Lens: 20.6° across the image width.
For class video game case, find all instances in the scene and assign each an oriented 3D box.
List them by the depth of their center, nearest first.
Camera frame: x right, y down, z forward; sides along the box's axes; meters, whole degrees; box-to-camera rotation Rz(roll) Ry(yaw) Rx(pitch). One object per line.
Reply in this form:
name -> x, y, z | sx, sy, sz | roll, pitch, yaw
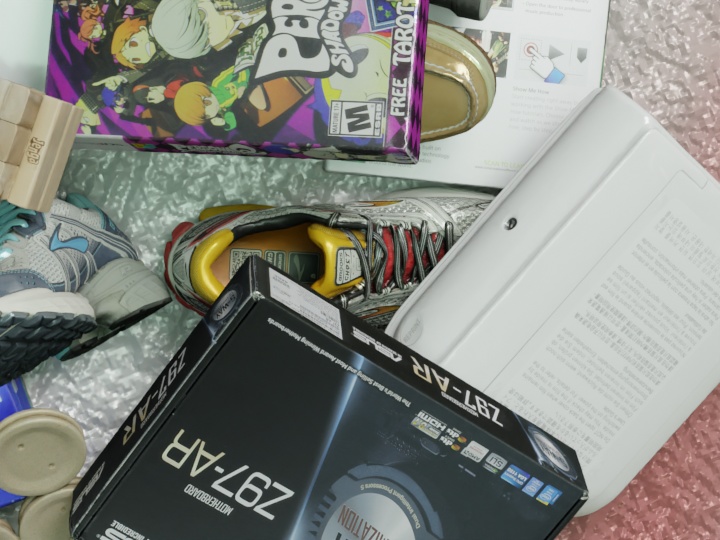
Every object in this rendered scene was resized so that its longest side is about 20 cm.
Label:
video game case -> -0.055, -0.154, 0.944 | 0.181, 0.036, 0.201 | 4, 84, 12

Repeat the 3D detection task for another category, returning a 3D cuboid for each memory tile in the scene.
memory tile -> -0.189, 0.159, 1.007 | 0.153, 0.017, 0.200 | -21, 130, -4

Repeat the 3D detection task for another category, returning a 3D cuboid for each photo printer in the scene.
photo printer -> 0.114, 0.027, 1.021 | 0.166, 0.069, 0.200 | 37, 97, -35

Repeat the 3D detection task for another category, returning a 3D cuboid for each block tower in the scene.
block tower -> -0.233, -0.088, 0.921 | 0.199, 0.054, 0.058 | 20, 91, 9

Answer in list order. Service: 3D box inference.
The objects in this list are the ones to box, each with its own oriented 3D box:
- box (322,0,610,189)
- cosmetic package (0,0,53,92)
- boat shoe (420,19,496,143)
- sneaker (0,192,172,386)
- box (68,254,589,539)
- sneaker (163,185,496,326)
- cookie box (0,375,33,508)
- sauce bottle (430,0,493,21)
box -> 0.060, -0.144, 1.047 | 0.144, 0.036, 0.201 | 6, 96, -6
cosmetic package -> -0.193, -0.155, 1.000 | 0.101, 0.074, 0.201 | -11, 95, -4
boat shoe -> -0.034, -0.085, 0.987 | 0.199, 0.076, 0.072 | 3, 121, 19
sneaker -> -0.168, 0.004, 0.963 | 0.077, 0.200, 0.086 | -32, 86, 14
box -> -0.016, 0.108, 0.961 | 0.200, 0.044, 0.160 | 33, 109, -18
sneaker -> 0.000, 0.000, 1.028 | 0.199, 0.082, 0.078 | -6, 95, -9
cookie box -> -0.277, 0.065, 1.009 | 0.199, 0.075, 0.172 | -20, 97, -4
sauce bottle -> -0.027, -0.172, 0.995 | 0.199, 0.065, 0.065 | 17, 94, 9
